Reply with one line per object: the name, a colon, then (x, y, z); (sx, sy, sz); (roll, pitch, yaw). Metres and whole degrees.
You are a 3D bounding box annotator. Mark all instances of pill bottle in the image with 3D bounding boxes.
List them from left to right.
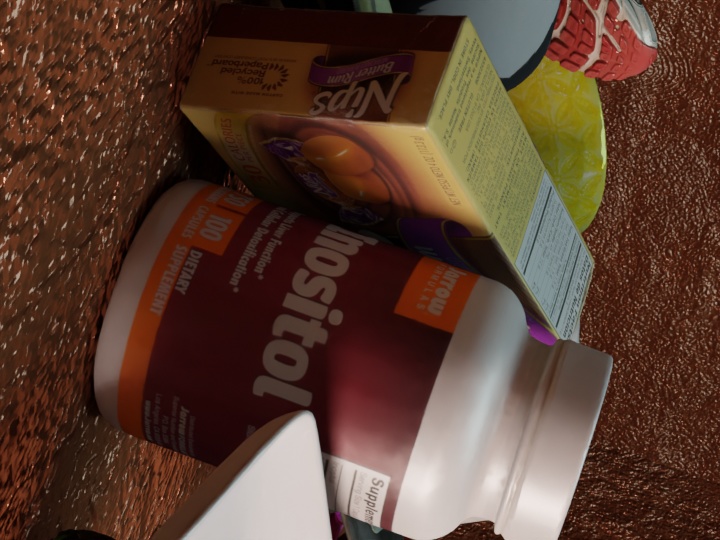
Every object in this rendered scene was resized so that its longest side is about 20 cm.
pill bottle: (-0.001, 0.043, 0.652); (0.113, 0.198, 0.114); (18, 90, -82)

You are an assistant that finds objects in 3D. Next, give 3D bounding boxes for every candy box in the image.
candy box: (0.019, -0.035, 0.682); (0.200, 0.116, 0.057); (54, 51, -53)

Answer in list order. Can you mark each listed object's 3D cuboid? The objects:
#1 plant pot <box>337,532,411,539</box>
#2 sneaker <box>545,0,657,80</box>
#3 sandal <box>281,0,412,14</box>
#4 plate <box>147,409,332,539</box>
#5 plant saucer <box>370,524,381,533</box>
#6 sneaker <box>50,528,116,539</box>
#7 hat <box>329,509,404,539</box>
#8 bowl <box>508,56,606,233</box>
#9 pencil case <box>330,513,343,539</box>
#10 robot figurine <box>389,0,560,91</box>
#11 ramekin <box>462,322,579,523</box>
plant pot: (-0.002, 0.272, 0.988); (0.177, 0.200, 0.200); (-51, 174, 6)
sneaker: (0.117, -0.201, 0.911); (0.082, 0.201, 0.078); (-21, 160, -27)
sandal: (0.003, -0.109, 0.712); (0.057, 0.080, 0.202); (-46, 159, -19)
plate: (-0.076, 0.175, 0.573); (0.199, 0.032, 0.202); (-44, 143, -37)
plant saucer: (-0.012, 0.025, 0.772); (0.070, 0.019, 0.202); (-27, 99, -75)
sneaker: (-0.124, 0.196, 0.596); (0.085, 0.077, 0.202); (-28, 137, -78)
hat: (-0.037, 0.075, 0.834); (0.201, 0.080, 0.203); (-14, 90, -78)
bowl: (0.060, -0.099, 1.002); (0.107, 0.201, 0.201); (-20, 147, -20)
pencil case: (-0.029, 0.120, 1.064); (0.200, 0.087, 0.089); (-54, 161, -68)
robot figurine: (0.048, -0.164, 0.792); (0.201, 0.124, 0.151); (96, 15, -57)
ramekin: (0.078, 0.054, 0.930); (0.202, 0.093, 0.205); (1, 90, -87)
